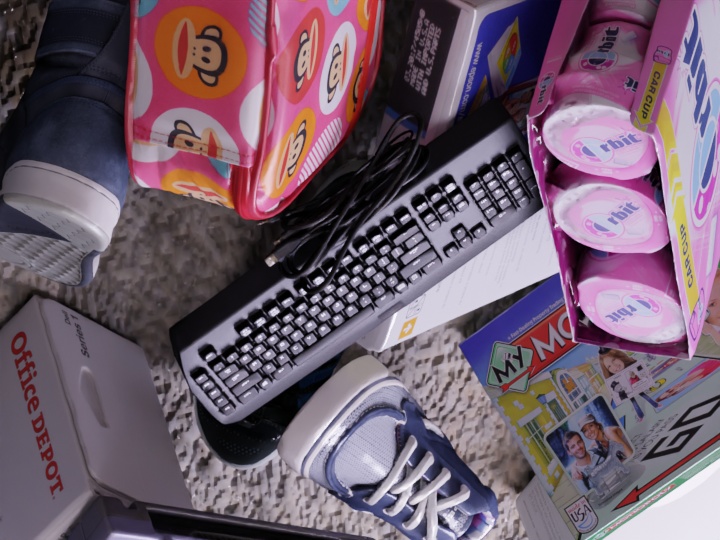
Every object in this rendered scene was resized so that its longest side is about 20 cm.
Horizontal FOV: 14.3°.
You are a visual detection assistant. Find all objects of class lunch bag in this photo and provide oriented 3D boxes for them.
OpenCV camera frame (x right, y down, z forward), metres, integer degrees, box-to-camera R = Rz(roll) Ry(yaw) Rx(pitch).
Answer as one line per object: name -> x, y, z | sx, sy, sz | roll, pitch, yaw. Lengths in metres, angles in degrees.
lunch bag -> -0.036, -0.139, 1.304 | 0.081, 0.176, 0.201 | 17, 121, 16

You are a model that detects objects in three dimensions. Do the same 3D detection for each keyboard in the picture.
keyboard -> 0.000, 0.000, 1.354 | 0.200, 0.040, 0.104 | -36, 135, 1

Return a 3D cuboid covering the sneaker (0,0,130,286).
sneaker -> -0.136, -0.075, 1.388 | 0.077, 0.147, 0.202 | 22, 166, -16

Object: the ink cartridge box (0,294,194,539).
ink cartridge box -> -0.190, 0.136, 1.521 | 0.084, 0.145, 0.200 | 27, 118, -40

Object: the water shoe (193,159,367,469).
water shoe -> -0.041, 0.029, 1.511 | 0.071, 0.079, 0.201 | 31, 116, 4

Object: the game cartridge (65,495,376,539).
game cartridge -> -0.080, 0.180, 1.487 | 0.199, 0.038, 0.130 | 12, 124, -37

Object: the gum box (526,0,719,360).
gum box -> 0.134, -0.062, 1.389 | 0.066, 0.114, 0.200 | 8, 148, 18

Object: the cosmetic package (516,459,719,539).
cosmetic package -> 0.194, 0.108, 1.678 | 0.112, 0.081, 0.200 | 16, 124, -33

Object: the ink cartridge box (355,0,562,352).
ink cartridge box -> 0.081, -0.074, 1.449 | 0.200, 0.047, 0.199 | -25, 137, -47

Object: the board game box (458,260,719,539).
board game box -> 0.168, 0.040, 1.575 | 0.200, 0.135, 0.029 | -37, 162, 16

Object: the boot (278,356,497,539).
boot -> 0.023, 0.105, 1.542 | 0.073, 0.090, 0.200 | -50, 165, 5
